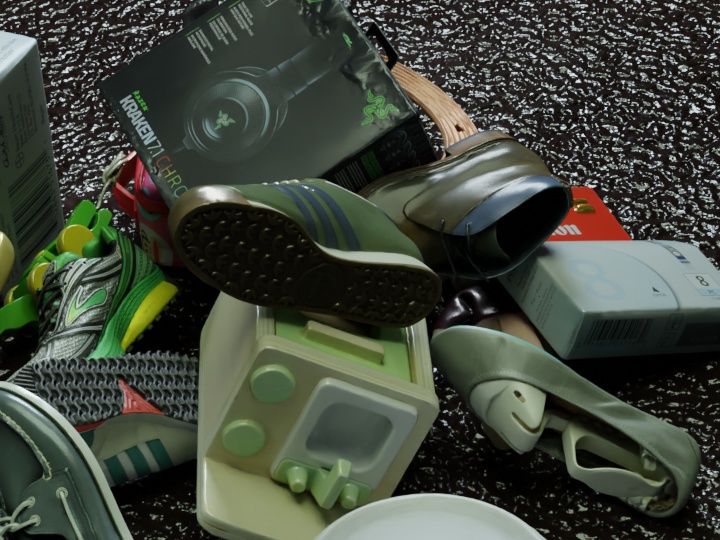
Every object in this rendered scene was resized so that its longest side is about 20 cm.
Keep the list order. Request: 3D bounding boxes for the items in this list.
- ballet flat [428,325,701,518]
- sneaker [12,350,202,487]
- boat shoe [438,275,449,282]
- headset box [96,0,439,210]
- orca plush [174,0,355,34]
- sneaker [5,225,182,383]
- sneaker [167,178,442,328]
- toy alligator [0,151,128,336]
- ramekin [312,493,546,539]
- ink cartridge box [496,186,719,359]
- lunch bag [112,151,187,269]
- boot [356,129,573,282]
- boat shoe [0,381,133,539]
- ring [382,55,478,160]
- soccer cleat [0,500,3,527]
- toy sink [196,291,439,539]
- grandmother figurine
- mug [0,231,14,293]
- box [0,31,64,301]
[{"bbox_3d":[0.132,0.101,1.352,0.199,0.068,0.064,26,44,-2],"label":"ballet flat"},{"bbox_3d":[-0.165,0.111,1.385,0.199,0.094,0.071,2,43,-44],"label":"sneaker"},{"bbox_3d":[0.000,-0.003,1.533,0.068,0.074,0.199,19,39,34],"label":"boat shoe"},{"bbox_3d":[-0.060,-0.108,1.500,0.199,0.093,0.175,-32,62,-1],"label":"headset box"},{"bbox_3d":[-0.105,-0.195,1.798,0.199,0.106,0.071,-37,4,-8],"label":"orca plush"},{"bbox_3d":[-0.207,0.042,1.452,0.085,0.078,0.200,47,35,-9],"label":"sneaker"},{"bbox_3d":[-0.045,-0.024,1.324,0.199,0.067,0.090,17,28,-32],"label":"sneaker"},{"bbox_3d":[-0.211,-0.007,1.552,0.054,0.059,0.201,41,53,-11],"label":"toy alligator"},{"bbox_3d":[0.040,0.219,1.210,0.200,0.095,0.203,-1,36,1],"label":"ramekin"},{"bbox_3d":[0.168,-0.016,1.511,0.159,0.048,0.200,-2,40,-33],"label":"ink cartridge box"},{"bbox_3d":[-0.111,-0.081,1.643,0.174,0.083,0.201,-5,34,2],"label":"lunch bag"},{"bbox_3d":[0.054,-0.027,1.435,0.199,0.075,0.097,-35,33,-15],"label":"boot"},{"bbox_3d":[-0.188,0.158,1.258,0.062,0.073,0.201,-24,75,-45],"label":"boat shoe"},{"bbox_3d":[0.005,-0.114,1.623,0.199,0.019,0.201,18,36,-13],"label":"ring"},{"bbox_3d":[-0.298,0.186,1.285,0.198,0.070,0.087,-3,36,-3],"label":"soccer cleat"},{"bbox_3d":[-0.028,0.081,1.347,0.129,0.113,0.201,19,33,-15],"label":"toy sink"},{"bbox_3d":[0.106,0.041,1.484,0.120,0.061,0.201,-1,38,-14],"label":"grandmother figurine"},{"bbox_3d":[-0.361,0.007,1.461,0.186,0.149,0.154,-29,28,38],"label":"mug"},{"bbox_3d":[-0.343,-0.095,1.575,0.198,0.185,0.105,14,40,21],"label":"box"}]
